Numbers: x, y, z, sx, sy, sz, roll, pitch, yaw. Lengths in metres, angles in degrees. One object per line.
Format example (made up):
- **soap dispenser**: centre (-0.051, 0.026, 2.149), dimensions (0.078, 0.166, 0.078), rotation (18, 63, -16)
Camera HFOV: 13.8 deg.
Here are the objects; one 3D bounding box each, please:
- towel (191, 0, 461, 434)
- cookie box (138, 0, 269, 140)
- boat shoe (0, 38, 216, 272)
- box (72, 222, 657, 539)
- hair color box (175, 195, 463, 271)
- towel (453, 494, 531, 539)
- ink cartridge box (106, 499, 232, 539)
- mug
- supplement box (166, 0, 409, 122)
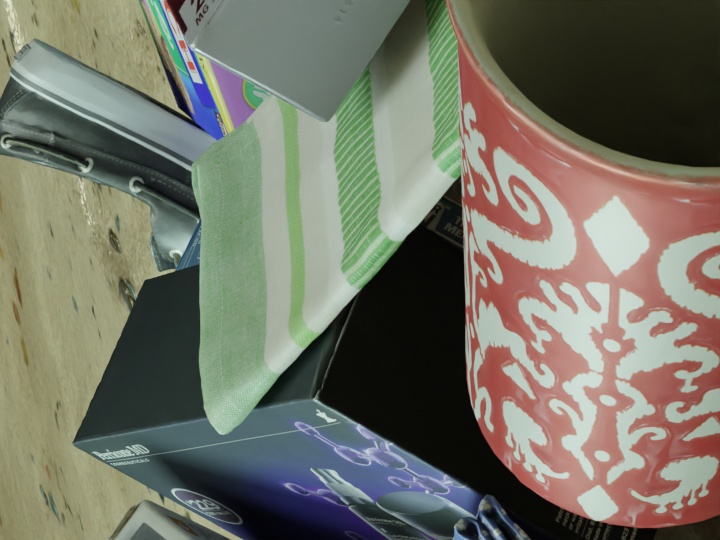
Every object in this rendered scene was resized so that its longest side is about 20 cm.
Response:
- **towel**: centre (0.006, -0.060, 0.997), dimensions (0.200, 0.023, 0.153), rotation (-48, 26, 27)
- **cookie box**: centre (-0.061, -0.146, 1.273), dimensions (0.200, 0.075, 0.172), rotation (-140, 30, -76)
- **boat shoe**: centre (-0.079, -0.031, 1.343), dimensions (0.066, 0.199, 0.070), rotation (-61, -3, 3)
- **box**: centre (0.005, 0.055, 1.076), dimensions (0.141, 0.079, 0.200), rotation (34, 158, -21)
- **hair color box**: centre (0.000, 0.000, 1.202), dimensions (0.061, 0.100, 0.200), rotation (-64, 15, -7)
- **towel**: centre (0.105, 0.167, 1.003), dimensions (0.200, 0.024, 0.145), rotation (44, 164, 17)
- **ink cartridge box**: centre (0.022, 0.173, 1.107), dimensions (0.200, 0.043, 0.198), rotation (33, 178, 35)
- **mug**: centre (0.093, -0.005, 0.838), dimensions (0.200, 0.133, 0.178), rotation (92, 159, -56)
- **supplement box**: centre (-0.028, -0.146, 1.051), dimensions (0.109, 0.061, 0.200), rotation (-56, 26, 14)
